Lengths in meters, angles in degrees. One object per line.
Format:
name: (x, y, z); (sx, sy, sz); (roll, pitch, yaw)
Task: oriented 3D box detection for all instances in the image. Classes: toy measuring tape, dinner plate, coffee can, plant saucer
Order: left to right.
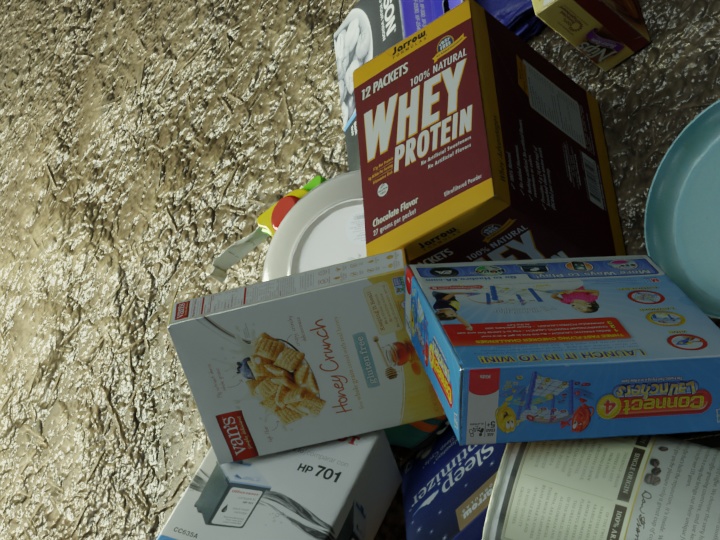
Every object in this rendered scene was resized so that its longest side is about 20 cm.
toy measuring tape: (-0.085, -0.026, 1.484); (0.199, 0.073, 0.074); (-36, 49, 27)
dinner plate: (0.000, 0.000, 1.296); (0.197, 0.024, 0.203); (-6, 70, 15)
coffee can: (0.196, 0.184, 0.984); (0.197, 0.146, 0.148); (15, 79, 18)
plant saucer: (0.317, -0.053, 1.129); (0.199, 0.027, 0.203); (-22, 57, 37)

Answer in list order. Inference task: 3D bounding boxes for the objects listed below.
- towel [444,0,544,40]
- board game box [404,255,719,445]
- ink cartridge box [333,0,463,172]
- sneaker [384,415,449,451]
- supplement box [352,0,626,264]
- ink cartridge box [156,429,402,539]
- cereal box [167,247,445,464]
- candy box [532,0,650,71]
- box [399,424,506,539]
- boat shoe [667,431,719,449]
towel: (0.118, -0.297, 1.437); (0.147, 0.049, 0.202); (-27, 55, 29)
board game box: (0.144, 0.051, 1.022); (0.196, 0.197, 0.057); (-113, 22, -68)
ink cartridge box: (0.039, -0.209, 1.416); (0.200, 0.043, 0.201); (-46, 43, 49)
sneaker: (0.061, 0.105, 1.236); (0.198, 0.080, 0.072); (-21, 30, 20)
supplement box: (0.110, -0.081, 1.219); (0.132, 0.199, 0.200); (-27, 53, 33)
ink cartridge box: (-0.073, 0.215, 1.191); (0.145, 0.086, 0.201); (11, 55, 27)
cereal box: (-0.041, 0.072, 1.149); (0.197, 0.145, 0.040); (-14, 30, 6)
candy box: (0.192, -0.295, 1.307); (0.056, 0.116, 0.202); (-32, 51, 29)
box: (0.086, 0.181, 1.176); (0.121, 0.032, 0.201); (-46, 20, 18)
boat shoe: (0.204, 0.141, 1.112); (0.199, 0.071, 0.066); (-19, 62, 45)
